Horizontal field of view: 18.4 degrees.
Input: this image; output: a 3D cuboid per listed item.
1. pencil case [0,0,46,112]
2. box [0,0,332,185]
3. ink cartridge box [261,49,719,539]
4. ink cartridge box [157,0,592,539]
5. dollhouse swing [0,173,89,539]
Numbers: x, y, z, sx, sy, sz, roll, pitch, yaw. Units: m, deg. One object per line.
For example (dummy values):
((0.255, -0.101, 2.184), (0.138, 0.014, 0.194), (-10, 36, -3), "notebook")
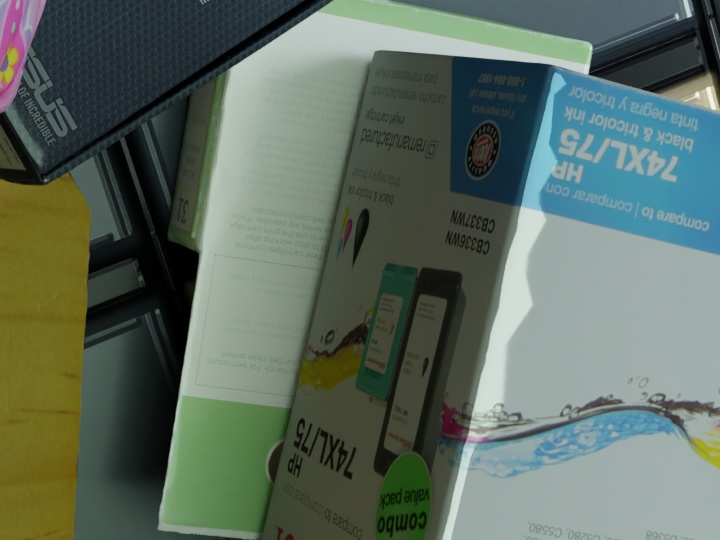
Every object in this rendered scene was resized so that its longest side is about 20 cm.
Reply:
((-0.183, -0.076, 0.605), (0.198, 0.087, 0.088), (-2, 100, 15), "pencil case")
((-0.089, -0.151, 0.675), (0.157, 0.051, 0.201), (-35, 109, -22), "box")
((0.071, 0.041, 0.761), (0.145, 0.147, 0.202), (12, 92, -23), "ink cartridge box")
((0.000, 0.000, 0.831), (0.144, 0.048, 0.202), (8, 96, -22), "ink cartridge box")
((-0.215, 0.032, 0.731), (0.181, 0.175, 0.202), (12, 79, -60), "dollhouse swing")
